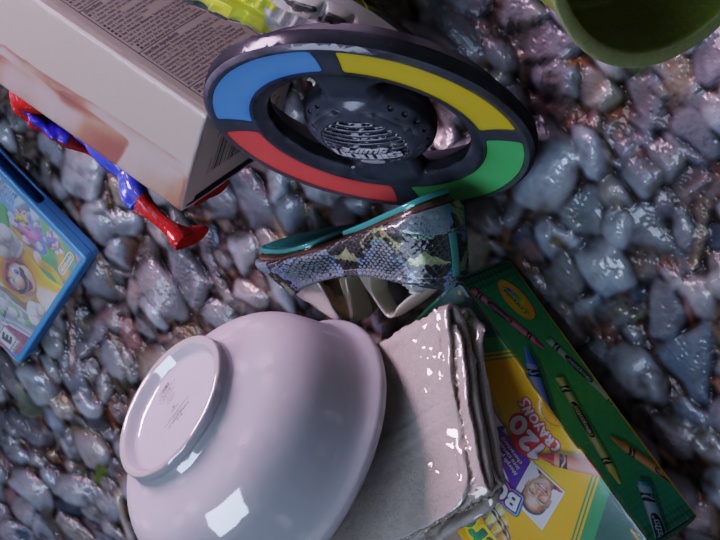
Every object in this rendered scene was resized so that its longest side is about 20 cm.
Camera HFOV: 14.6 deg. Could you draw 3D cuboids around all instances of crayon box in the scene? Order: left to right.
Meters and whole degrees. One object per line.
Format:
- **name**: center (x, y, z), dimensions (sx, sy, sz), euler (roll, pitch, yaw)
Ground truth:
- **crayon box**: center (0.099, 0.109, 1.732), dimensions (0.200, 0.058, 0.119), euler (54, 129, 12)

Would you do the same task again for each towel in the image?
- **towel**: center (0.010, 0.112, 1.717), dimensions (0.200, 0.034, 0.133), euler (-29, 59, 41)

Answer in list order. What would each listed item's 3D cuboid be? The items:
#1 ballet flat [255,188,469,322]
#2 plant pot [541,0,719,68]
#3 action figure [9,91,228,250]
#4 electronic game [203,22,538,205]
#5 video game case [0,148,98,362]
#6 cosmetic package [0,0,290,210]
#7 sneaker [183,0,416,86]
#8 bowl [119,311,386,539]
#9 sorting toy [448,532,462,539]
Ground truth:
- **ballet flat**: center (0.000, 0.000, 1.745), dimensions (0.074, 0.074, 0.200), euler (60, 151, -9)
- **plant pot**: center (0.100, -0.232, 1.463), dimensions (0.190, 0.200, 0.200), euler (31, 135, 39)
- **action figure**: center (-0.172, -0.095, 1.864), dimensions (0.200, 0.052, 0.065), euler (39, 131, 20)
- **electronic game**: center (0.006, -0.088, 1.657), dimensions (0.200, 0.042, 0.200), euler (9, 157, 4)
- **video game case**: center (-0.285, -0.043, 2.015), dimensions (0.200, 0.018, 0.143), euler (45, 138, 7)
- **cosmetic package**: center (-0.152, -0.139, 1.777), dimensions (0.200, 0.103, 0.087), euler (36, 134, 17)
- **sneaker**: center (-0.029, -0.173, 1.675), dimensions (0.200, 0.085, 0.074), euler (33, 144, -12)
- **bowl**: center (-0.082, 0.101, 1.705), dimensions (0.090, 0.201, 0.201), euler (32, 145, -29)
- **sorting toy**: center (-0.023, 0.185, 1.811), dimensions (0.200, 0.180, 0.107), euler (33, 142, 14)
